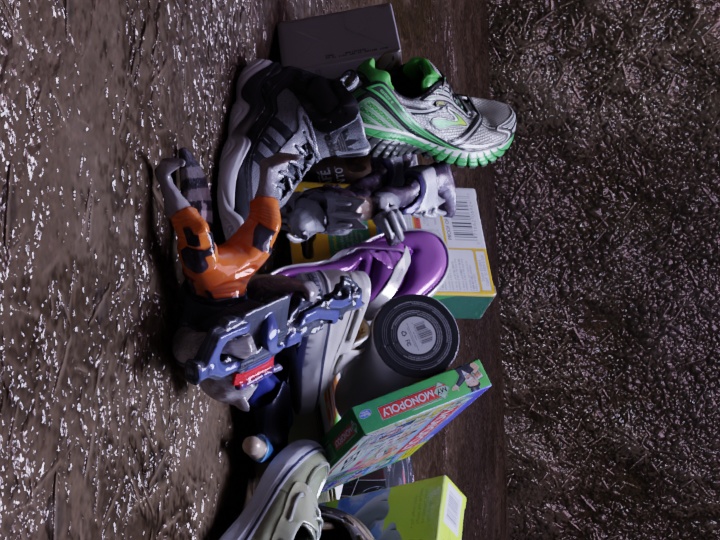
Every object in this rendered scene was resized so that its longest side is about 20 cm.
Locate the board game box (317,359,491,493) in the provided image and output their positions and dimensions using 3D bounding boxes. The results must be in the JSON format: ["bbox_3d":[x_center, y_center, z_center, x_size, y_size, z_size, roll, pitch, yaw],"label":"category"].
[{"bbox_3d":[0.020,0.148,1.379,0.029,0.134,0.200,64,-28,15],"label":"board game box"}]

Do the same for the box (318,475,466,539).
[{"bbox_3d":[-0.004,0.265,1.389,0.048,0.200,0.122,50,36,-36],"label":"box"}]

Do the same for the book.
[{"bbox_3d":[-0.047,0.113,1.510,0.134,0.048,0.200,-66,150,-68],"label":"book"}]

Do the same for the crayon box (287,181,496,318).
[{"bbox_3d":[0.021,-0.020,1.477,0.052,0.199,0.126,118,-31,-54],"label":"crayon box"}]

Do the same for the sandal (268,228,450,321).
[{"bbox_3d":[0.004,0.006,1.393,0.083,0.202,0.050,61,-30,17],"label":"sandal"}]

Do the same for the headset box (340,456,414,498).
[{"bbox_3d":[0.010,0.228,1.709,0.149,0.075,0.200,-75,162,-52],"label":"headset box"}]

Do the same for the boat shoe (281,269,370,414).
[{"bbox_3d":[-0.026,0.062,1.328,0.200,0.070,0.071,102,-25,-53],"label":"boat shoe"}]

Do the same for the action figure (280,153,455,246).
[{"bbox_3d":[0.002,-0.060,1.386,0.200,0.130,0.070,-25,124,-45],"label":"action figure"}]

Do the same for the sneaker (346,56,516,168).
[{"bbox_3d":[0.071,-0.148,1.406,0.078,0.200,0.085,48,-55,40],"label":"sneaker"}]

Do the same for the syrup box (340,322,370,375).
[{"bbox_3d":[0.019,0.052,1.592,0.079,0.081,0.200,-54,160,-37],"label":"syrup box"}]

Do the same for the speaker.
[{"bbox_3d":[0.030,0.092,1.419,0.200,0.081,0.081,118,-22,-65],"label":"speaker"}]

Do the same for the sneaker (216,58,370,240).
[{"bbox_3d":[-0.053,-0.095,1.276,0.076,0.114,0.200,72,21,-57],"label":"sneaker"}]

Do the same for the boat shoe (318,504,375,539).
[{"bbox_3d":[-0.028,0.238,1.328,0.075,0.200,0.073,-51,122,-15],"label":"boat shoe"}]

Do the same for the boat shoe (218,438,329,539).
[{"bbox_3d":[-0.064,0.215,1.262,0.200,0.062,0.072,-54,155,-52],"label":"boat shoe"}]

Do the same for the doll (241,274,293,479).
[{"bbox_3d":[-0.080,0.107,1.308,0.137,0.048,0.200,-83,174,-53],"label":"doll"}]

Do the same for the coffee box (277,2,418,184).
[{"bbox_3d":[-0.008,-0.151,1.491,0.200,0.113,0.080,79,2,-47],"label":"coffee box"}]

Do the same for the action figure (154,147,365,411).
[{"bbox_3d":[-0.087,0.007,1.146,0.200,0.104,0.194,-12,108,-54],"label":"action figure"}]
